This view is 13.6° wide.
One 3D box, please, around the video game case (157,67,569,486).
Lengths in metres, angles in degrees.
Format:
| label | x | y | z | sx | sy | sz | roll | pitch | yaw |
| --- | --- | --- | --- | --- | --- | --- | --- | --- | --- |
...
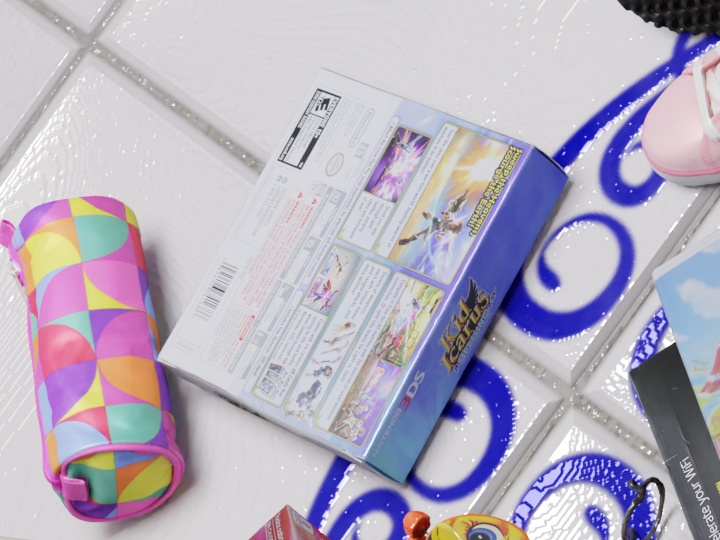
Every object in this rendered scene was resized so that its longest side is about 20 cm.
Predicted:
| label | x | y | z | sx | sy | sz | roll | pitch | yaw |
| --- | --- | --- | --- | --- | --- | --- | --- | --- | --- |
| video game case | 0.000 | 0.000 | 1.718 | 0.181 | 0.045 | 0.201 | 23 | 81 | 44 |

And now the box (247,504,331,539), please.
| label | x | y | z | sx | sy | sz | roll | pitch | yaw |
| --- | --- | --- | --- | --- | --- | --- | --- | --- | --- |
| box | -0.024 | 0.228 | 1.531 | 0.095 | 0.100 | 0.200 | -41 | 29 | 15 |

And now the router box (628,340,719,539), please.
| label | x | y | z | sx | sy | sz | roll | pitch | yaw |
| --- | --- | --- | --- | --- | --- | --- | --- | --- | --- |
| router box | 0.230 | 0.095 | 1.483 | 0.149 | 0.051 | 0.201 | -34 | 49 | 20 |

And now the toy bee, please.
| label | x | y | z | sx | sy | sz | roll | pitch | yaw |
| --- | --- | --- | --- | --- | --- | --- | --- | --- | --- |
| toy bee | 0.057 | 0.170 | 1.510 | 0.108 | 0.200 | 0.132 | 19 | 115 | 25 |

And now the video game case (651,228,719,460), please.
| label | x | y | z | sx | sy | sz | roll | pitch | yaw |
| --- | --- | --- | --- | --- | --- | --- | --- | --- | --- |
| video game case | 0.250 | 0.021 | 1.456 | 0.199 | 0.022 | 0.183 | -33 | 48 | 19 |

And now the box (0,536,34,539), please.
| label | x | y | z | sx | sy | sz | roll | pitch | yaw |
| --- | --- | --- | --- | --- | --- | --- | --- | --- | --- |
| box | -0.207 | 0.206 | 1.738 | 0.199 | 0.078 | 0.096 | 4 | 69 | 39 |

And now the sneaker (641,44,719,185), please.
| label | x | y | z | sx | sy | sz | roll | pitch | yaw |
| --- | --- | --- | --- | --- | --- | --- | --- | --- | --- |
| sneaker | 0.217 | -0.119 | 1.579 | 0.199 | 0.105 | 0.076 | -24 | 55 | 26 |

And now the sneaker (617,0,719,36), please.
| label | x | y | z | sx | sy | sz | roll | pitch | yaw |
| --- | --- | --- | --- | --- | --- | --- | --- | --- | --- |
| sneaker | 0.228 | -0.192 | 1.645 | 0.199 | 0.070 | 0.090 | -12 | 44 | 32 |

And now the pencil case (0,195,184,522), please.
| label | x | y | z | sx | sy | sz | roll | pitch | yaw |
| --- | --- | --- | --- | --- | --- | --- | --- | --- | --- |
| pencil case | -0.159 | 0.050 | 1.787 | 0.088 | 0.088 | 0.201 | -32 | 50 | 19 |
